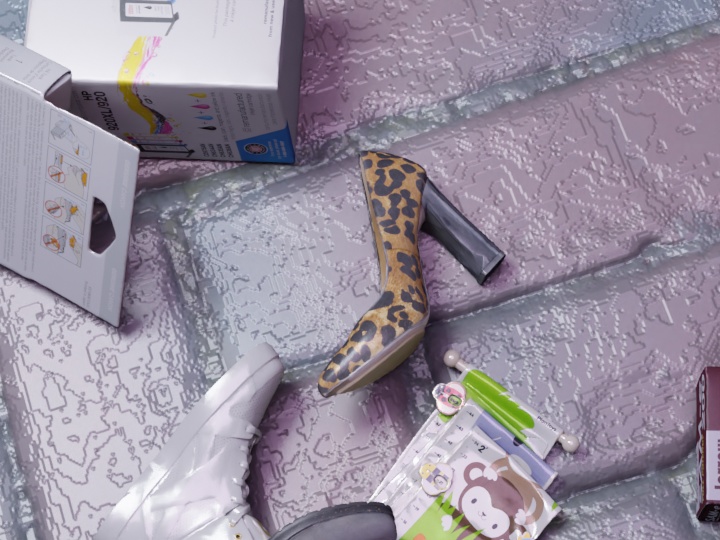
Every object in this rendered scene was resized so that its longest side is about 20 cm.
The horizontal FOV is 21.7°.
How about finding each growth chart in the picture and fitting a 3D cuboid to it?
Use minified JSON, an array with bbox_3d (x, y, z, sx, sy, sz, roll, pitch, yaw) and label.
[{"bbox_3d":[0.077,0.177,1.412,0.144,0.018,0.200,30,76,13],"label":"growth chart"}]

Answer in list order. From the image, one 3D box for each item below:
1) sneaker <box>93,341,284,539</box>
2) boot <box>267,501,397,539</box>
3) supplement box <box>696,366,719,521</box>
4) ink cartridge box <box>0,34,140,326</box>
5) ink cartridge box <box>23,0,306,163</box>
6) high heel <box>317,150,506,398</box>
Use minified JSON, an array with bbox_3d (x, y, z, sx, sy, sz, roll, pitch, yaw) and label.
[{"bbox_3d":[-0.095,0.161,1.403,0.115,0.074,0.200,36,86,13],"label":"sneaker"},{"bbox_3d":[-0.041,0.252,1.321,0.199,0.070,0.132,-23,53,-17],"label":"boot"},{"bbox_3d":[0.352,0.132,1.391,0.199,0.061,0.109,1,71,4],"label":"supplement box"},{"bbox_3d":[-0.238,-0.071,1.424,0.173,0.200,0.044,27,47,11],"label":"ink cartridge box"},{"bbox_3d":[-0.151,-0.180,1.484,0.199,0.147,0.145,2,70,4],"label":"ink cartridge box"},{"bbox_3d":[0.000,0.000,1.446,0.143,0.071,0.200,43,61,10],"label":"high heel"}]
